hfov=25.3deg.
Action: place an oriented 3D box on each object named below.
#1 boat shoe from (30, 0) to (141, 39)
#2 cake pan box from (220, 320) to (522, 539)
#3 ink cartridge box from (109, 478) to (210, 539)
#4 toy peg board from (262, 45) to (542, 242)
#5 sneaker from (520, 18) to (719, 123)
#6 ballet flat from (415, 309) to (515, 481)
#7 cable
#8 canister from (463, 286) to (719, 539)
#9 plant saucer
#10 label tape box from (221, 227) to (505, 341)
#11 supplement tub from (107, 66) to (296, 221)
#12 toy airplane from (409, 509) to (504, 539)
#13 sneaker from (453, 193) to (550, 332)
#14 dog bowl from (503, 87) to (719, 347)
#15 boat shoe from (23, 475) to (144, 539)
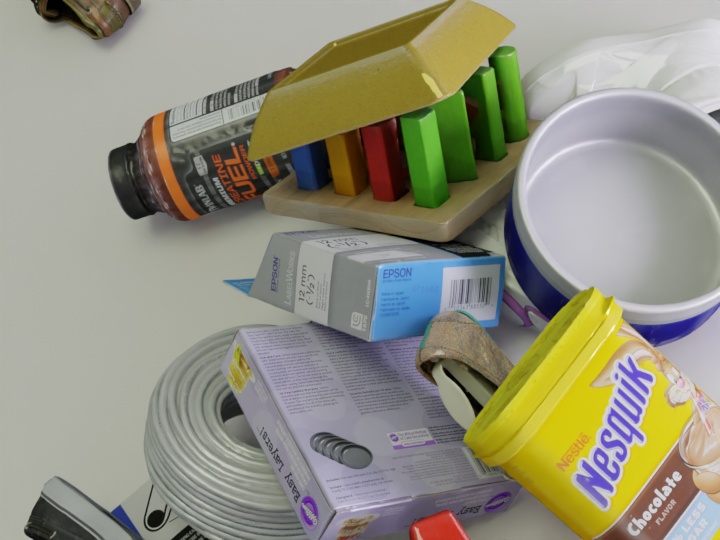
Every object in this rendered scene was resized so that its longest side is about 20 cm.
[{"bbox_3d":[-0.331,-0.309,1.743,0.199,0.072,0.068,26,70,34],"label":"boat shoe"},{"bbox_3d":[0.013,0.117,1.261,0.198,0.053,0.185,-5,50,-36],"label":"cake pan box"},{"bbox_3d":[-0.164,0.227,1.342,0.200,0.044,0.094,-41,51,-6],"label":"ink cartridge box"},{"bbox_3d":[0.042,-0.124,1.385,0.198,0.099,0.200,11,34,37],"label":"toy peg board"},{"bbox_3d":[0.236,-0.144,1.399,0.198,0.074,0.117,-16,51,11],"label":"sneaker"},{"bbox_3d":[0.115,0.119,1.228,0.200,0.068,0.067,43,45,0],"label":"ballet flat"},{"bbox_3d":[-0.075,0.134,1.303,0.199,0.070,0.200,-26,55,-36],"label":"cable"},{"bbox_3d":[0.196,0.133,1.167,0.200,0.087,0.149,41,74,-2],"label":"canister"},{"bbox_3d":[0.013,-0.173,1.371,0.198,0.049,0.200,-14,19,28],"label":"plant saucer"},{"bbox_3d":[0.000,0.000,1.323,0.199,0.142,0.067,21,109,47],"label":"label tape box"},{"bbox_3d":[-0.135,-0.111,1.512,0.198,0.107,0.108,-19,53,11],"label":"supplement tub"},{"bbox_3d":[0.095,0.296,1.150,0.198,0.141,0.201,23,77,-6],"label":"toy airplane"},{"bbox_3d":[0.126,-0.027,1.366,0.099,0.075,0.200,-40,52,-5],"label":"sneaker"},{"bbox_3d":[0.216,-0.042,1.290,0.197,0.079,0.202,2,65,-4],"label":"dog bowl"},{"bbox_3d":[-0.206,0.235,1.284,0.199,0.070,0.067,29,80,38],"label":"boat shoe"}]
